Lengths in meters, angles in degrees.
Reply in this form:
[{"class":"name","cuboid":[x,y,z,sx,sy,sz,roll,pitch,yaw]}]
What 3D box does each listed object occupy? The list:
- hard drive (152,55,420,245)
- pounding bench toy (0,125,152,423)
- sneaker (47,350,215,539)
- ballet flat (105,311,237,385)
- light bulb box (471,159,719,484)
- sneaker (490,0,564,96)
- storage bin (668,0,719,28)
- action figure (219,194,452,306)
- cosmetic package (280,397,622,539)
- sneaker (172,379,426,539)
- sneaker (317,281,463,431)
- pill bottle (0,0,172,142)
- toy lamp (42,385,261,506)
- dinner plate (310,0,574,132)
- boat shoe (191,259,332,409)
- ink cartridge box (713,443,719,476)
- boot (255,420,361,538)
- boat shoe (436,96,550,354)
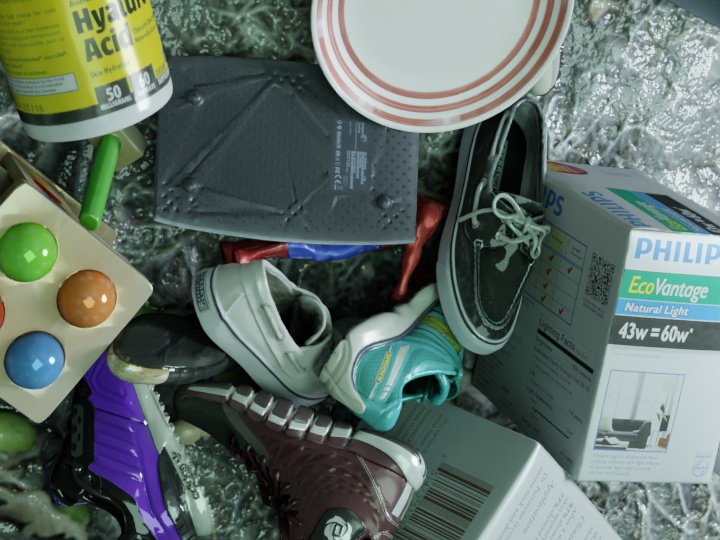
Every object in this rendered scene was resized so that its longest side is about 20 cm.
[{"class":"hard drive","cuboid":[-0.056,-0.085,1.370,0.199,0.042,0.136,4,81,-16]},{"class":"pounding bench toy","cuboid":[-0.217,-0.023,1.294,0.124,0.156,0.200,40,90,-27]},{"class":"sneaker","cuboid":[-0.191,0.122,1.358,0.099,0.070,0.201,-26,81,-13]},{"class":"ballet flat","cuboid":[-0.128,0.063,1.352,0.066,0.200,0.057,39,107,15]},{"class":"light bulb box","cuboid":[0.196,0.036,1.448,0.124,0.198,0.201,4,107,-24]},{"class":"sneaker","cuboid":[0.087,-0.219,1.399,0.093,0.070,0.201,-20,112,-5]},{"class":"storage bin","cuboid":[0.285,-0.275,1.419,0.199,0.145,0.135,21,89,-26]},{"class":"action figure","cuboid":[0.000,0.000,1.437,0.199,0.065,0.100,-17,106,-14]},{"class":"cosmetic package","cuboid":[0.079,0.222,1.439,0.168,0.166,0.200,-55,134,-16]},{"class":"sneaker","cuboid":[-0.060,0.157,1.354,0.199,0.076,0.116,17,75,13]},{"class":"sneaker","cuboid":[0.047,0.067,1.411,0.200,0.080,0.078,-29,160,-48]},{"class":"pill bottle","cuboid":[-0.205,-0.199,1.265,0.111,0.111,0.201,-20,113,-13]},{"class":"toy lamp","cuboid":[-0.147,0.128,1.428,0.199,0.058,0.058,-23,114,-14]},{"class":"dinner plate","cuboid":[0.059,-0.194,1.341,0.199,0.024,0.201,-8,123,-13]},{"class":"boat shoe","cuboid":[-0.053,0.043,1.369,0.065,0.072,0.200,-17,146,17]},{"class":"ink cartridge box","cuboid":[0.304,0.095,1.507,0.066,0.200,0.116,5,105,-22]},{"class":"boot","cuboid":[-0.015,0.217,1.502,0.107,0.075,0.201,-17,112,-21]},{"class":"boat shoe","cuboid":[0.111,-0.037,1.410,0.073,0.068,0.200,23,65,-25]}]
